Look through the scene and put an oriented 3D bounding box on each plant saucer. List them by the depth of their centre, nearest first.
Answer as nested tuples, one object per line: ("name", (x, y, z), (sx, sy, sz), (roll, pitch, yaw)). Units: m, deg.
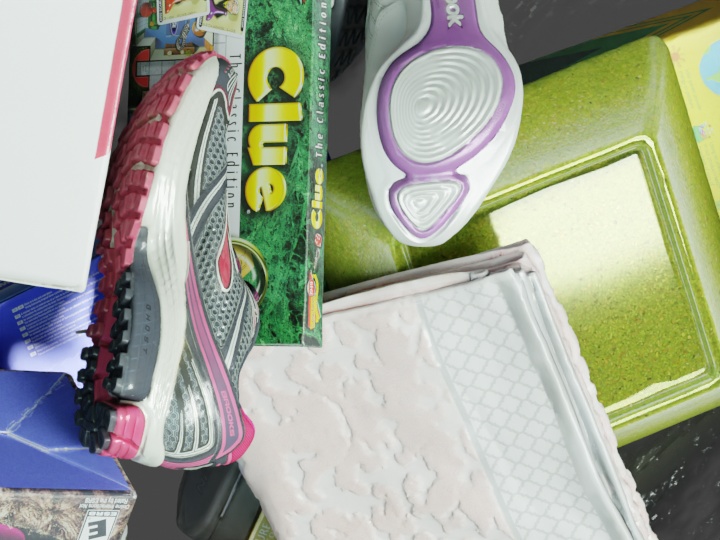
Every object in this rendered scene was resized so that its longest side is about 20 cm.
("plant saucer", (0.093, 0.013, 1.334), (0.200, 0.048, 0.200), (-22, 109, -6))

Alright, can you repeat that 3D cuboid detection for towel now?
("towel", (0.033, 0.098, 1.313), (0.191, 0.032, 0.200), (-16, 108, 26))

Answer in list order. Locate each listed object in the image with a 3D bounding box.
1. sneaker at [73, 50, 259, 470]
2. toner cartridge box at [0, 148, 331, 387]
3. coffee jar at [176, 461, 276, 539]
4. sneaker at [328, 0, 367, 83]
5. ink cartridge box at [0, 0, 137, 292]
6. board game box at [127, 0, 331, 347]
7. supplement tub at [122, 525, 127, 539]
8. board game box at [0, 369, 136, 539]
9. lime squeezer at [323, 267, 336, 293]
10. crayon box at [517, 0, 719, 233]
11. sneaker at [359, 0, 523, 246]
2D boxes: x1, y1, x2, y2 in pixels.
("sneaker", (-0.082, -0.005, 1.254), (0.075, 0.081, 0.200), (13, 73, -22))
("toner cartridge box", (-0.095, 0.016, 1.364), (0.200, 0.043, 0.095), (-26, 109, -17))
("coffee jar", (0.008, 0.122, 1.422), (0.200, 0.085, 0.104), (21, 107, -10))
("sneaker", (-0.029, -0.193, 1.330), (0.083, 0.072, 0.200), (11, 110, 19))
("ink cartridge box", (-0.157, -0.095, 1.277), (0.084, 0.200, 0.145), (9, 109, -9))
("board game box", (-0.064, -0.063, 1.299), (0.105, 0.023, 0.200), (-1, 86, 25))
("supplement tub", (-0.225, 0.173, 1.410), (0.123, 0.123, 0.200), (37, 103, -14))
("board game box", (-0.217, 0.150, 1.248), (0.159, 0.097, 0.200), (4, 122, -31))
("lime squeezer", (0.000, 0.000, 1.354), (0.071, 0.038, 0.200), (35, 94, -20))
("crayon box", (0.167, -0.065, 1.380), (0.200, 0.051, 0.127), (-19, 109, 5))
("sneaker", (0.039, -0.105, 1.298), (0.075, 0.100, 0.200), (5, 77, -1))
